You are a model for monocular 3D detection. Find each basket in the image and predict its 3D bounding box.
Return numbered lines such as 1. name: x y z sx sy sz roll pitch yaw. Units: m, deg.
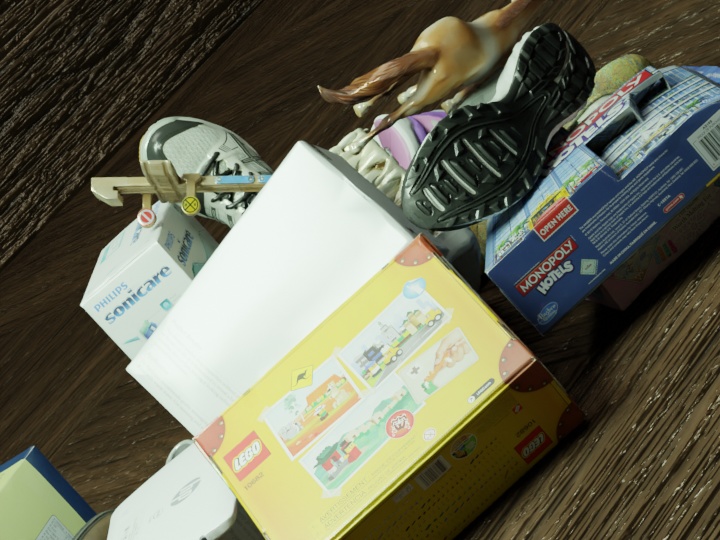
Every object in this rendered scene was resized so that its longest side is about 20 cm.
1. basket: 0.000 0.000 1.648 0.135 0.123 0.200 -42 -13 -7

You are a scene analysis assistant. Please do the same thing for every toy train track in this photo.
1. toy train track: -0.106 -0.054 1.725 0.198 0.033 0.115 -1 -13 5

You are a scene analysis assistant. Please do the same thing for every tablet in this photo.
1. tablet: -0.133 0.170 1.563 0.130 0.014 0.200 -39 15 11

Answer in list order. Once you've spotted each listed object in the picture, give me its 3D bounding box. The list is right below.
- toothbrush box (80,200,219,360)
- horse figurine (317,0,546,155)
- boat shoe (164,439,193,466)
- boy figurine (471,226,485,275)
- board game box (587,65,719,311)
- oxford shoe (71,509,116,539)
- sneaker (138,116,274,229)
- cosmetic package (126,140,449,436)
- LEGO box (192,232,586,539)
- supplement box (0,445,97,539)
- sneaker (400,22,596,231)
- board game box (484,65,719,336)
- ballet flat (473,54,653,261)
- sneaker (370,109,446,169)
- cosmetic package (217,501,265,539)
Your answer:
1. toothbrush box: -0.122 0.052 1.810 0.085 0.200 0.147 -38 14 11
2. horse figurine: 0.057 -0.142 1.556 0.132 0.050 0.200 -41 -10 35
3. boat shoe: -0.138 0.191 1.702 0.073 0.065 0.200 -38 14 12
4. boy figurine: 0.066 -0.017 1.796 0.200 0.065 0.124 -38 7 25
5. board game box: 0.207 -0.063 1.588 0.199 0.043 0.200 -44 14 -7
6. oxford shoe: -0.184 0.249 1.653 0.084 0.073 0.201 -30 29 31
7. sneaker: -0.083 -0.059 1.809 0.076 0.199 0.088 -60 20 -6
8. cosmetic package: -0.048 0.027 1.506 0.200 0.113 0.081 -50 -20 8
9. LEGO box: 0.015 0.099 1.406 0.200 0.077 0.149 -42 44 0
10. supplement box: -0.315 0.279 1.770 0.199 0.134 0.200 -32 16 34
11. sneaker: 0.087 -0.084 1.511 0.200 0.074 0.079 -47 3 -41
12. board game box: 0.159 -0.067 1.513 0.200 0.062 0.200 -43 15 4
13. ballet flat: 0.165 -0.079 1.712 0.200 0.071 0.071 -48 14 -3
14. sneaker: 0.043 -0.079 1.827 0.088 0.081 0.200 -20 -8 -20
15. cosmetic package: -0.111 0.210 1.561 0.200 0.074 0.101 -50 16 -26
